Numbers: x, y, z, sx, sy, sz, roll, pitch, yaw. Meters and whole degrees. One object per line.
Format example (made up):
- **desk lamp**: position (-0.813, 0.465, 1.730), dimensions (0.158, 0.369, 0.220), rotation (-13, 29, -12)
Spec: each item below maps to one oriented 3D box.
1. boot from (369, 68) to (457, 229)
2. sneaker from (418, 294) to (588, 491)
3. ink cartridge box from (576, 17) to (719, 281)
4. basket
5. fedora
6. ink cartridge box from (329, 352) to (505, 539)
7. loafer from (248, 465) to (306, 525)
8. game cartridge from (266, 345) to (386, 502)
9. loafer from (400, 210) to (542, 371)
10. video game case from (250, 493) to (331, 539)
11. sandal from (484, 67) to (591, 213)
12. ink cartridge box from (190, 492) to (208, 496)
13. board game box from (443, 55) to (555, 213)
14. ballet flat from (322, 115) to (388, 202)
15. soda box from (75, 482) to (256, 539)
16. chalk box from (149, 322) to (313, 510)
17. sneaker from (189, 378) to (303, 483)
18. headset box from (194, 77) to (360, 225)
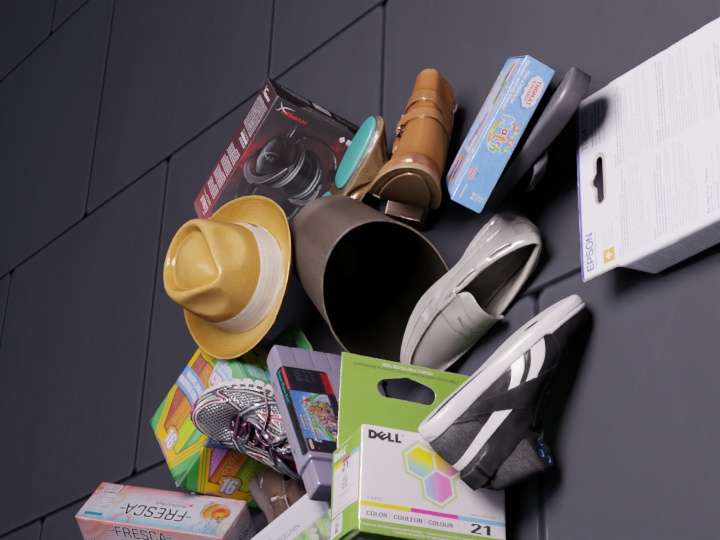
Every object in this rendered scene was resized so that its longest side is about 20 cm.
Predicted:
- **boot**: position (0.068, -0.138, 1.531), dimensions (0.200, 0.076, 0.156), rotation (61, -137, -76)
- **sneaker**: position (0.156, 0.122, 1.330), dimensions (0.200, 0.112, 0.073), rotation (-40, 1, -16)
- **ink cartridge box**: position (0.279, -0.104, 1.294), dimensions (0.200, 0.043, 0.197), rotation (-31, 48, 47)
- **basket**: position (0.000, 0.000, 1.549), dimensions (0.136, 0.181, 0.200), rotation (-34, 25, -6)
- **fedora**: position (-0.158, 0.000, 1.593), dimensions (0.200, 0.082, 0.202), rotation (-21, 61, 44)
- **ink cartridge box**: position (0.054, 0.167, 1.356), dimensions (0.076, 0.147, 0.201), rotation (130, 146, -56)
- **loafer**: position (-0.060, 0.251, 1.547), dimensions (0.071, 0.073, 0.200), rotation (-61, 35, 8)
- **game cartridge**: position (-0.019, 0.158, 1.492), dimensions (0.038, 0.129, 0.200), rotation (-57, 35, 28)
- **loafer**: position (0.109, 0.032, 1.441), dimensions (0.200, 0.070, 0.070), rotation (-57, 27, 15)
- **video game case**: position (-0.047, 0.343, 1.450), dimensions (0.182, 0.022, 0.200), rotation (-43, 67, 32)
- **sandal**: position (0.171, -0.112, 1.394), dimensions (0.076, 0.043, 0.200), rotation (-64, 6, -35)
- **ink cartridge box**: position (-0.200, 0.394, 1.691), dimensions (0.200, 0.043, 0.196), rotation (-59, 35, 10)
- **board game box**: position (0.134, -0.139, 1.448), dimensions (0.152, 0.036, 0.200), rotation (-63, 3, 8)
- **ballet flat**: position (-0.008, -0.081, 1.666), dimensions (0.200, 0.072, 0.068), rotation (-57, 19, 15)
- **soda box**: position (-0.219, 0.293, 1.639), dimensions (0.199, 0.069, 0.064), rotation (3, 34, 26)
- **chalk box**: position (-0.127, 0.148, 1.655), dimensions (0.200, 0.124, 0.125), rotation (-57, 36, 16)
- **sneaker**: position (-0.088, 0.172, 1.527), dimensions (0.075, 0.199, 0.081), rotation (-42, -36, -65)
- **headset box**: position (-0.092, -0.101, 1.719), dimensions (0.200, 0.148, 0.077), rotation (-57, 24, 14)
